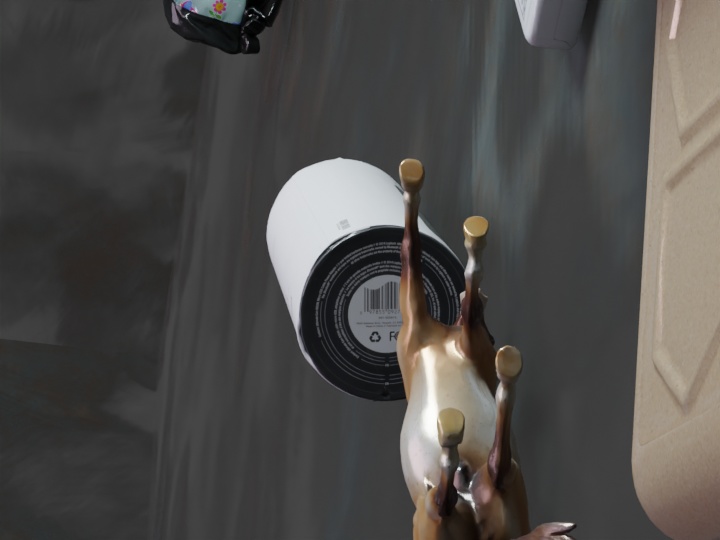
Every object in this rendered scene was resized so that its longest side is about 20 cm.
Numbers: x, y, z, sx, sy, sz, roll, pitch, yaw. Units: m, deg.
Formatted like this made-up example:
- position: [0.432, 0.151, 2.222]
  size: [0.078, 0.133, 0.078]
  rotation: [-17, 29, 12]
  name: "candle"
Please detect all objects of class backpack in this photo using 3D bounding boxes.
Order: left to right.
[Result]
- position: [-0.115, -0.313, 2.054]
  size: [0.167, 0.126, 0.201]
  rotation: [-92, 14, -65]
  name: "backpack"

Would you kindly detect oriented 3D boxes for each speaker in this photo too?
- position: [0.000, 0.000, 1.089]
  size: [0.200, 0.081, 0.082]
  rotation: [-120, 37, -78]
  name: "speaker"

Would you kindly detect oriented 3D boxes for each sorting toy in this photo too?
- position: [0.104, -0.042, 0.548]
  size: [0.185, 0.036, 0.201]
  rotation: [125, 147, -74]
  name: "sorting toy"

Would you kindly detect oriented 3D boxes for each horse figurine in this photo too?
- position: [0.039, 0.057, 0.837]
  size: [0.201, 0.050, 0.133]
  rotation: [-100, 5, -46]
  name: "horse figurine"

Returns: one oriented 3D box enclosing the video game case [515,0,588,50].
- position: [0.081, -0.212, 0.876]
  size: [0.182, 0.024, 0.201]
  rotation: [-97, 15, -61]
  name: "video game case"
